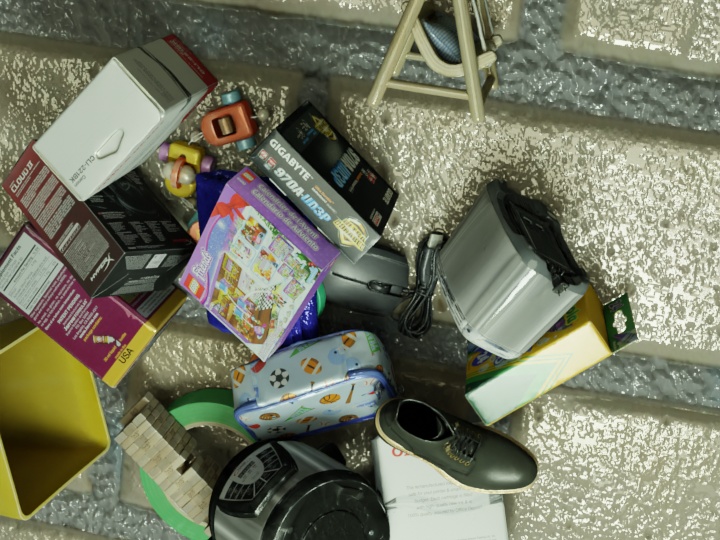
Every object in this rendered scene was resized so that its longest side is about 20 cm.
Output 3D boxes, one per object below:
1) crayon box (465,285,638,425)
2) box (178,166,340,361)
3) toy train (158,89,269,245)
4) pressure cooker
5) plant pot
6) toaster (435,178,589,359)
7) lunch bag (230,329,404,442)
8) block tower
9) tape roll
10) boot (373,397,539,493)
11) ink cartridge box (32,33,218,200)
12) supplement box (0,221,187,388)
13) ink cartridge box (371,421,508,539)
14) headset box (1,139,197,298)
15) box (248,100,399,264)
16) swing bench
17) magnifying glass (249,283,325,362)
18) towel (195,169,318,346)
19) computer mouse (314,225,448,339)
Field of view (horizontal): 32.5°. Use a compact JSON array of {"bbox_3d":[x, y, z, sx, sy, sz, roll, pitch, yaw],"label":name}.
[{"bbox_3d":[0.214,0.082,1.412,0.199,0.126,0.052,-32,106,18],"label":"crayon box"},{"bbox_3d":[-0.114,-0.003,1.344,0.137,0.039,0.200,42,141,5],"label":"box"},{"bbox_3d":[-0.166,-0.103,1.457,0.148,0.056,0.203,-9,106,18],"label":"toy train"},{"bbox_3d":[-0.083,0.293,1.436,0.174,0.199,0.182,5,97,-32],"label":"pressure cooker"},{"bbox_3d":[-0.458,0.175,1.543,0.174,0.200,0.203,-4,107,24],"label":"plant pot"},{"bbox_3d":[0.165,0.005,1.367,0.113,0.201,0.130,24,118,-30],"label":"toaster"},{"bbox_3d":[-0.048,0.145,1.468,0.197,0.161,0.077,-14,61,6],"label":"lunch bag"},{"bbox_3d":[-0.219,0.248,1.533,0.054,0.058,0.200,-41,96,19],"label":"block tower"},{"bbox_3d":[-0.183,0.253,1.583,0.197,0.048,0.204,3,108,10],"label":"tape roll"},{"bbox_3d":[0.114,0.197,1.368,0.197,0.138,0.079,18,79,-3],"label":"boot"},{"bbox_3d":[-0.258,-0.175,1.379,0.144,0.200,0.084,-42,97,19],"label":"ink cartridge box"},{"bbox_3d":[-0.328,0.025,1.493,0.199,0.131,0.103,40,110,-3],"label":"supplement box"},{"bbox_3d":[0.095,0.289,1.464,0.144,0.084,0.203,-5,81,-7],"label":"ink cartridge box"},{"bbox_3d":[-0.304,-0.069,1.425,0.200,0.148,0.077,47,111,16],"label":"headset box"},{"bbox_3d":[-0.035,-0.102,1.360,0.046,0.200,0.159,-43,96,16],"label":"box"},{"bbox_3d":[0.089,-0.279,1.282,0.128,0.199,0.203,9,110,7],"label":"swing bench"},{"bbox_3d":[-0.102,0.071,1.499,0.079,0.022,0.201,32,124,6],"label":"magnifying glass"},{"bbox_3d":[-0.122,-0.011,1.420,0.146,0.050,0.203,9,119,18],"label":"towel"},{"bbox_3d":[0.000,0.000,1.466,0.197,0.053,0.140,17,111,5],"label":"computer mouse"}]
